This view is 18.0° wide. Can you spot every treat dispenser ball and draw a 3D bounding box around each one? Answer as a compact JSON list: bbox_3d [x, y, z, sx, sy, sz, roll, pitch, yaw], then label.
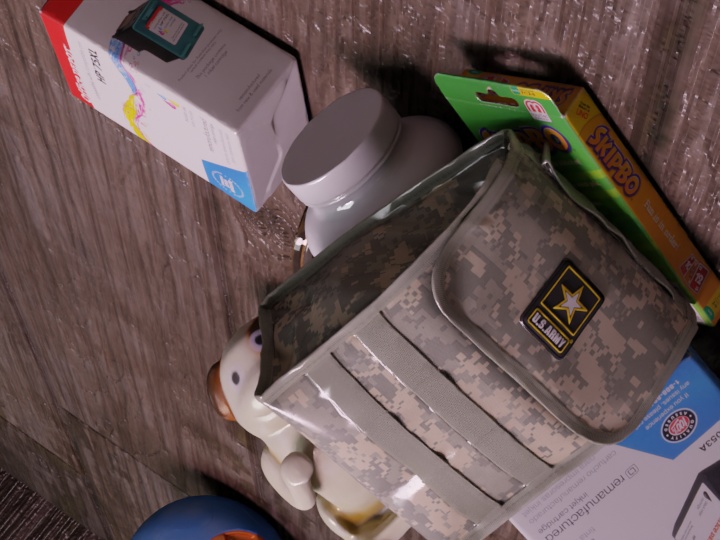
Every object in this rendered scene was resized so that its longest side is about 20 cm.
[{"bbox_3d":[-0.176,0.359,2.603,0.200,0.201,0.201,33,162,12],"label":"treat dispenser ball"}]

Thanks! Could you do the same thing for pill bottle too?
[{"bbox_3d":[0.044,-0.014,1.360,0.200,0.113,0.112,46,160,-26],"label":"pill bottle"}]

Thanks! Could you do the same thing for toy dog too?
[{"bbox_3d":[-0.025,0.114,1.838,0.200,0.139,0.194,42,-161,-22],"label":"toy dog"}]

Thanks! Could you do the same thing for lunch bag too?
[{"bbox_3d":[0.067,0.036,1.256,0.164,0.200,0.118,42,-158,-24],"label":"lunch bag"}]

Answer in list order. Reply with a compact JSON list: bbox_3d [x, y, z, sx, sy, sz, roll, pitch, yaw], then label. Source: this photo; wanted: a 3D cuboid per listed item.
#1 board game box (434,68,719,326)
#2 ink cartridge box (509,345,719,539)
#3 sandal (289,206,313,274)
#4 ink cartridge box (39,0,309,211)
[{"bbox_3d":[0.124,-0.045,1.268,0.095,0.030,0.200,15,155,49],"label":"board game box"},{"bbox_3d":[0.187,0.145,1.353,0.200,0.145,0.084,47,-175,-23],"label":"ink cartridge box"},{"bbox_3d":[0.000,0.000,1.549,0.054,0.082,0.200,11,152,20],"label":"sandal"},{"bbox_3d":[-0.133,-0.135,1.469,0.199,0.067,0.116,32,162,17],"label":"ink cartridge box"}]
